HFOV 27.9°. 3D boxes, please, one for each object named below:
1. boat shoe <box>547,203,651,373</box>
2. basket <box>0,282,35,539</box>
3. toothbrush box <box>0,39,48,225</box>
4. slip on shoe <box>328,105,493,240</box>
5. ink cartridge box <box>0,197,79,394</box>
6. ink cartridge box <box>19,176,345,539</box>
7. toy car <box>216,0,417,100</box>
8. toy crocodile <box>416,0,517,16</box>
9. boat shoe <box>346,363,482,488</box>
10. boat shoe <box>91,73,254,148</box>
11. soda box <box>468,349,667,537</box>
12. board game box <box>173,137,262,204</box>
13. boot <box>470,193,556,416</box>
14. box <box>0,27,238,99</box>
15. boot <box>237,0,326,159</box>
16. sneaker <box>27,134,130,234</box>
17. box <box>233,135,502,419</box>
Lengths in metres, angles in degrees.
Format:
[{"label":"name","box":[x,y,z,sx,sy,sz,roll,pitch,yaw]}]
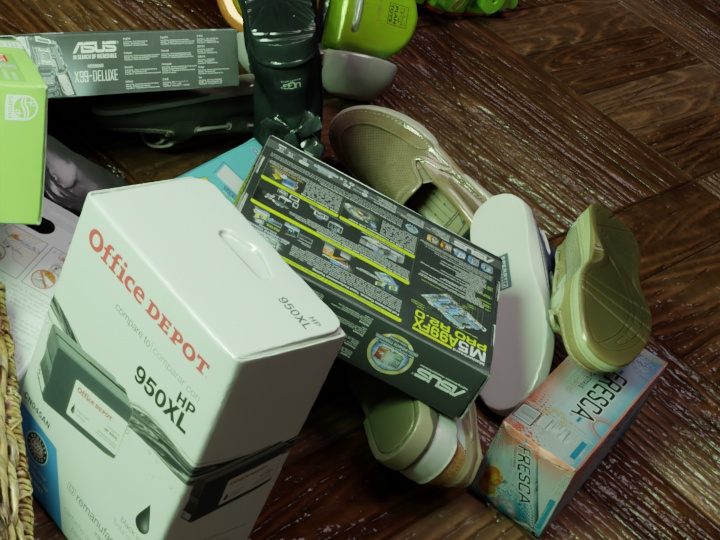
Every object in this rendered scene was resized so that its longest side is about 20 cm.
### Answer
[{"label":"boat shoe","box":[0.176,0.022,1.118,0.073,0.063,0.201,35,31,-16]},{"label":"basket","box":[-0.275,0.079,0.768,0.149,0.142,0.201,52,18,-58]},{"label":"toothbrush box","box":[-0.292,-0.088,0.846,0.199,0.087,0.146,2,18,-21]},{"label":"slip on shoe","box":[0.047,-0.072,1.265,0.200,0.076,0.061,42,32,10]},{"label":"ink cartridge box","box":[-0.262,0.019,0.895,0.162,0.050,0.200,29,44,5]},{"label":"ink cartridge box","box":[-0.112,0.069,0.821,0.084,0.201,0.145,-13,48,-46]},{"label":"toy car","box":[-0.047,-0.263,1.420,0.199,0.176,0.150,9,-1,-24]},{"label":"toy crocodile","box":[0.111,-0.324,1.693,0.199,0.062,0.068,-8,44,-49]},{"label":"boat shoe","box":[0.040,0.084,1.041,0.068,0.075,0.200,34,26,-23]},{"label":"boat shoe","box":[-0.137,-0.127,1.227,0.199,0.057,0.067,-16,23,-42]},{"label":"soda box","box":[0.157,0.113,1.072,0.063,0.069,0.200,34,33,16]},{"label":"board game box","box":[-0.081,-0.006,1.041,0.151,0.047,0.200,47,27,2]},{"label":"boot","box":[0.136,0.039,1.164,0.090,0.072,0.201,43,40,-44]},{"label":"box","box":[-0.221,-0.165,1.148,0.199,0.050,0.157,-10,13,-40]},{"label":"boot","box":[-0.062,-0.158,1.193,0.073,0.163,0.199,-4,39,-3]},{"label":"sneaker","box":[-0.218,-0.055,1.061,0.200,0.076,0.091,43,28,10]},{"label":"box","box":[0.000,0.000,1.003,0.199,0.044,0.160,28,30,-8]}]
